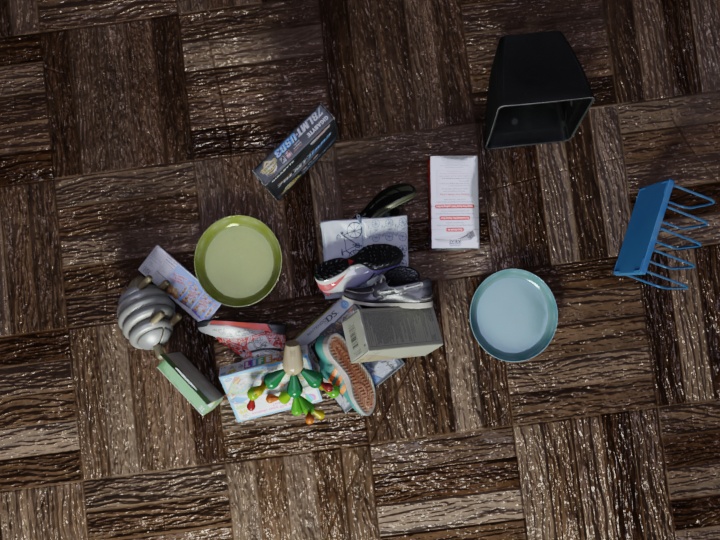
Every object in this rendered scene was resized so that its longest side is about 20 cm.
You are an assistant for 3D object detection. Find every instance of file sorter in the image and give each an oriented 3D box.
[{"bbox_3d":[0.654,-0.070,1.473,0.120,0.139,0.205,19,88,-1],"label":"file sorter"}]

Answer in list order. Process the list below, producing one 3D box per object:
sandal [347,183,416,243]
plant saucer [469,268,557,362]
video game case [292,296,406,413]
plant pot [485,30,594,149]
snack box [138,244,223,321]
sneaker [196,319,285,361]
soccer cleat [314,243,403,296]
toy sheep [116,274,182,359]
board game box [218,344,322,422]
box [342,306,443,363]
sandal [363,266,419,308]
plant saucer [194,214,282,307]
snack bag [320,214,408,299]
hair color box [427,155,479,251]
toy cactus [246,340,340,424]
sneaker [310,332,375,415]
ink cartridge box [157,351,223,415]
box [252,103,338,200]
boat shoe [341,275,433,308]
[{"bbox_3d":[0.044,-0.121,1.522,0.200,0.080,0.057,-38,119,13],"label":"sandal"},{"bbox_3d":[0.339,0.099,1.524,0.194,0.027,0.206,0,88,0],"label":"plant saucer"},{"bbox_3d":[-0.028,0.179,1.507,0.180,0.025,0.201,-40,88,11],"label":"video game case"},{"bbox_3d":[0.367,-0.393,1.474,0.194,0.200,0.182,-5,74,1],"label":"plant pot"},{"bbox_3d":[-0.401,0.034,1.539,0.199,0.024,0.072,40,88,2],"label":"snack box"},{"bbox_3d":[-0.263,0.166,1.502,0.196,0.067,0.111,5,87,-9],"label":"sneaker"},{"bbox_3d":[0.000,0.000,1.476,0.195,0.074,0.069,-17,48,3],"label":"soccer cleat"},{"bbox_3d":[-0.458,0.100,1.481,0.135,0.139,0.203,-26,60,0],"label":"toy sheep"},{"bbox_3d":[-0.192,0.246,1.485,0.195,0.034,0.137,-14,122,1],"label":"board game box"},{"bbox_3d":[0.070,0.132,1.444,0.196,0.078,0.097,1,65,-33],"label":"box"},{"bbox_3d":[0.055,0.060,1.505,0.075,0.045,0.201,41,117,0],"label":"sandal"},{"bbox_3d":[-0.271,-0.020,1.531,0.194,0.031,0.206,0,84,-2],"label":"plant saucer"},{"bbox_3d":[0.009,-0.027,1.501,0.194,0.021,0.193,-2,112,1],"label":"snack bag"},{"bbox_3d":[0.205,-0.148,1.520,0.108,0.064,0.206,0,86,0],"label":"hair color box"},{"bbox_3d":[-0.142,0.231,1.414,0.194,0.103,0.169,2,110,7],"label":"toy cactus"},{"bbox_3d":[-0.037,0.223,1.473,0.071,0.079,0.203,-40,109,-38],"label":"sneaker"},{"bbox_3d":[-0.365,0.238,1.442,0.048,0.200,0.146,-44,88,-4],"label":"ink cartridge box"},{"bbox_3d":[-0.133,-0.247,1.460,0.050,0.199,0.200,44,88,1],"label":"box"},{"bbox_3d":[0.057,0.040,1.438,0.194,0.073,0.065,3,100,13],"label":"boat shoe"}]
